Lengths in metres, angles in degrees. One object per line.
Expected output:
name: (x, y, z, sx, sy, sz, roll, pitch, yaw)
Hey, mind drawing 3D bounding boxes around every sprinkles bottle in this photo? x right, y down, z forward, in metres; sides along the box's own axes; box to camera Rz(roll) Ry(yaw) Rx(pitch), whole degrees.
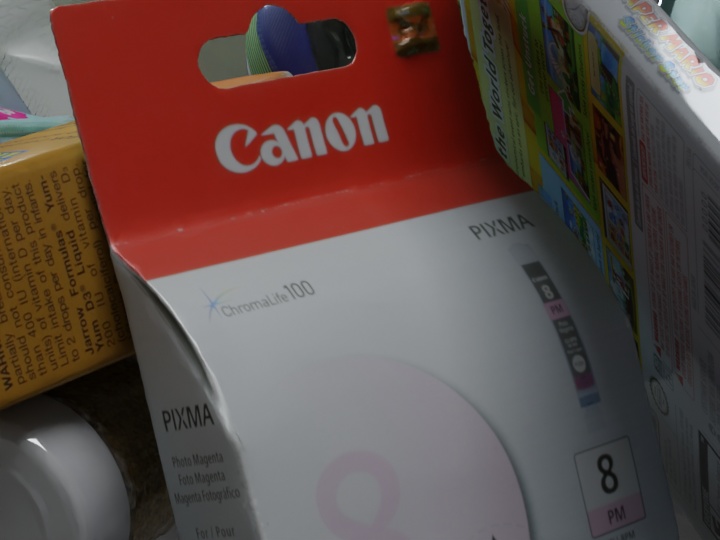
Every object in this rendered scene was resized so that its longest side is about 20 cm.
sprinkles bottle: (-0.070, 0.049, 0.724, 0.068, 0.069, 0.200, 15, 19, 18)

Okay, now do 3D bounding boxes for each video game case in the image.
video game case: (0.085, -0.013, 0.717, 0.023, 0.201, 0.182, -26, 51, -11)

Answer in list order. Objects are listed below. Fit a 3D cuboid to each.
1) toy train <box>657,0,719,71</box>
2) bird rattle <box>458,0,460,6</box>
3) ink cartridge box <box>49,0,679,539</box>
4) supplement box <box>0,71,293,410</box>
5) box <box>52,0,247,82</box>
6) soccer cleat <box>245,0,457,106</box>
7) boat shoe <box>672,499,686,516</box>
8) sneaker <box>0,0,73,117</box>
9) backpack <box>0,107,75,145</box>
toy train: (0.143, -0.037, 0.749, 0.113, 0.086, 0.200, 19, -19, 9)
bird rattle: (0.057, -0.062, 0.905, 0.163, 0.112, 0.200, 50, -1, 25)
ink cartridge box: (0.007, 0.008, 0.668, 0.162, 0.202, 0.057, -15, 5, -41)
supplement box: (-0.097, -0.003, 0.656, 0.066, 0.069, 0.199, -5, 14, 42)
box: (-0.092, -0.082, 1.009, 0.199, 0.110, 0.128, 13, 8, 14)
soccer cleat: (0.001, -0.005, 0.756, 0.064, 0.202, 0.084, -5, -5, -32)
boat shoe: (0.109, 0.036, 0.840, 0.071, 0.068, 0.199, -8, 24, -42)
sneaker: (-0.150, -0.088, 0.918, 0.075, 0.201, 0.088, -35, 0, -30)
backpack: (-0.190, -0.018, 0.733, 0.199, 0.152, 0.177, 1, -4, -35)
